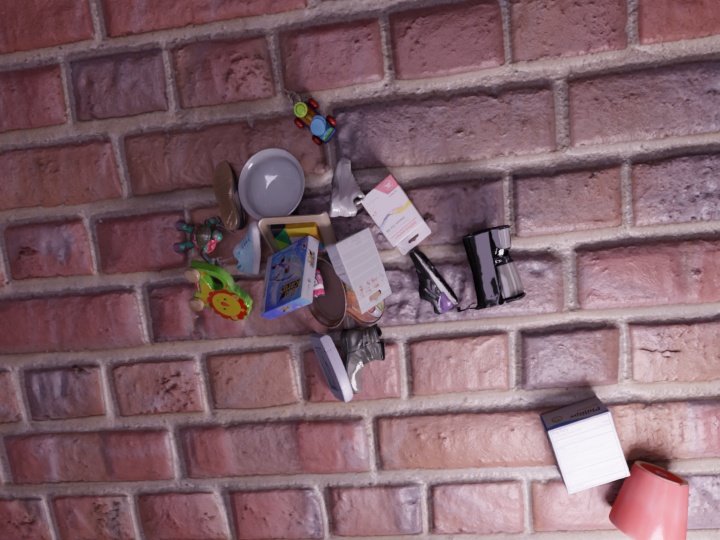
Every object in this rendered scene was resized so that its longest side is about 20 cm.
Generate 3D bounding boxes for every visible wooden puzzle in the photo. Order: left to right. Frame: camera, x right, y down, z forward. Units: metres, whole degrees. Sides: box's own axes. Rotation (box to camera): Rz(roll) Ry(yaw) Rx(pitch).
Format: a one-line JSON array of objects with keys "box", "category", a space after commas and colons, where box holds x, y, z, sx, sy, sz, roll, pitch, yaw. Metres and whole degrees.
[{"box": [-0.172, -0.095, 1.463, 0.192, 0.187, 0.038, -7, 61, 5], "category": "wooden puzzle"}]

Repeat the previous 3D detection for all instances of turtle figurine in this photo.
[{"box": [-0.454, -0.096, 1.519, 0.193, 0.101, 0.155, 4, 69, 22], "category": "turtle figurine"}]

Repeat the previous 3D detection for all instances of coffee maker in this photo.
[{"box": [0.339, -0.007, 1.422, 0.185, 0.135, 0.207, -15, 90, -6], "category": "coffee maker"}]

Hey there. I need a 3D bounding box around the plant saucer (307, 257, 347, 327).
[{"box": [-0.098, 0.061, 1.499, 0.197, 0.032, 0.208, 21, 120, 42], "category": "plant saucer"}]

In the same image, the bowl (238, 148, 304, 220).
[{"box": [-0.239, -0.233, 1.475, 0.193, 0.090, 0.210, -1, 86, 11], "category": "bowl"}]

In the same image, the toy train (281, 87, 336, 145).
[{"box": [-0.160, -0.438, 1.430, 0.199, 0.116, 0.085, 42, 101, -2], "category": "toy train"}]

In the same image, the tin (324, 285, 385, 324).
[{"box": [-0.014, 0.072, 1.535, 0.197, 0.042, 0.113, 36, 105, 1], "category": "tin"}]

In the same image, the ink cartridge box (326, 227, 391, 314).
[{"box": [0.000, 0.000, 1.462, 0.046, 0.159, 0.206, -14, 100, 40], "category": "ink cartridge box"}]

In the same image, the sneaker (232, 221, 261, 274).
[{"box": [-0.323, -0.058, 1.482, 0.079, 0.076, 0.203, 1, 138, -14], "category": "sneaker"}]

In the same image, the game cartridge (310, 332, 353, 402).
[{"box": [-0.084, 0.282, 1.531, 0.041, 0.132, 0.206, -24, 97, -26], "category": "game cartridge"}]

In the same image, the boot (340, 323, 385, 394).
[{"box": [0.015, 0.264, 1.532, 0.126, 0.067, 0.208, -6, 97, 23], "category": "boot"}]

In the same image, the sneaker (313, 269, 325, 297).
[{"box": [-0.175, 0.042, 1.503, 0.195, 0.079, 0.078, -8, 88, 41], "category": "sneaker"}]

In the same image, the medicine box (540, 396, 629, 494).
[{"box": [0.639, 0.499, 1.493, 0.177, 0.103, 0.206, -20, 96, 9], "category": "medicine box"}]

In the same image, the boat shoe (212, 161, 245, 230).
[{"box": [-0.378, -0.213, 1.519, 0.070, 0.065, 0.207, -19, 78, 18], "category": "boat shoe"}]

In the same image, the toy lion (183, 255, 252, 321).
[{"box": [-0.410, 0.066, 1.528, 0.185, 0.070, 0.204, 14, 136, 4], "category": "toy lion"}]

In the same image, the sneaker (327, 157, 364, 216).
[{"box": [-0.034, -0.223, 1.439, 0.096, 0.079, 0.206, 12, 58, -9], "category": "sneaker"}]

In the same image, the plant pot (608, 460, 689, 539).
[{"box": [0.822, 0.653, 1.463, 0.193, 0.200, 0.184, 15, 91, 4], "category": "plant pot"}]

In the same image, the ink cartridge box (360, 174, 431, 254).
[{"box": [0.103, -0.153, 1.469, 0.115, 0.068, 0.202, -37, 93, 11], "category": "ink cartridge box"}]

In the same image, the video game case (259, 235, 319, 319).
[{"box": [-0.200, 0.022, 1.449, 0.197, 0.045, 0.187, -23, 54, 42], "category": "video game case"}]

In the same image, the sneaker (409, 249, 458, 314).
[{"box": [0.189, 0.038, 1.490, 0.087, 0.076, 0.202, -37, 93, 17], "category": "sneaker"}]
